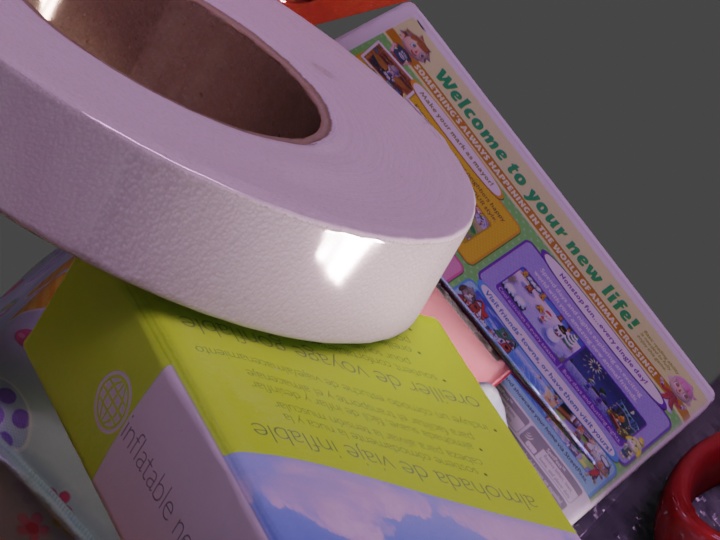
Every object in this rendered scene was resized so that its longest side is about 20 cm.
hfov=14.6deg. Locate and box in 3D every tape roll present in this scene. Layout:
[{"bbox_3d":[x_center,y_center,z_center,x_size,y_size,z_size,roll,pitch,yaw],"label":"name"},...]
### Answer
[{"bbox_3d":[-0.061,-0.051,0.780,0.202,0.037,0.203,28,17,-10],"label":"tape roll"}]

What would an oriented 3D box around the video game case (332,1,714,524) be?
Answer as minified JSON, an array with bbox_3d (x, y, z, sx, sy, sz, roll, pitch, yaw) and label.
[{"bbox_3d":[0.026,0.007,1.044,0.200,0.022,0.182,52,40,4],"label":"video game case"}]

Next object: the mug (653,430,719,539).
[{"bbox_3d":[0.222,0.100,1.072,0.178,0.133,0.200,48,36,-5],"label":"mug"}]

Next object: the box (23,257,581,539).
[{"bbox_3d":[0.004,0.074,0.704,0.122,0.048,0.200,16,27,-37],"label":"box"}]

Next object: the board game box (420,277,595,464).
[{"bbox_3d":[0.000,0.000,0.948,0.200,0.039,0.158,50,0,3],"label":"board game box"}]

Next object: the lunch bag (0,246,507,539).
[{"bbox_3d":[-0.038,0.083,0.848,0.200,0.127,0.170,50,42,-8],"label":"lunch bag"}]

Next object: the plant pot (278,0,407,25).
[{"bbox_3d":[-0.044,-0.188,0.965,0.200,0.199,0.177,42,41,-58],"label":"plant pot"}]
